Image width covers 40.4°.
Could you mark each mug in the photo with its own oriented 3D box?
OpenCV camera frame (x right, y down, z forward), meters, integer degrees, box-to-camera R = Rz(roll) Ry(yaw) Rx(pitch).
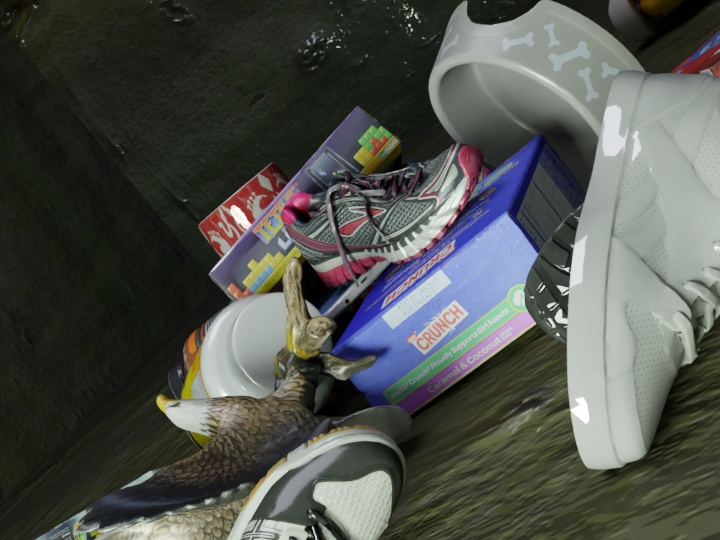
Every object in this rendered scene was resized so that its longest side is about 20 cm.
[{"bbox_3d":[-0.062,-0.017,1.076,0.178,0.201,0.133,-46,10,-38],"label":"mug"}]

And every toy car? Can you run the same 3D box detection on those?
[{"bbox_3d":[0.394,-0.412,1.281,0.174,0.151,0.200,-35,9,33],"label":"toy car"}]

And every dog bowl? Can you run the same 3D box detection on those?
[{"bbox_3d":[0.143,-0.135,0.809,0.059,0.199,0.200,-56,13,-18],"label":"dog bowl"}]

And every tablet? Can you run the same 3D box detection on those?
[{"bbox_3d":[0.000,0.000,0.876,0.130,0.014,0.200,-46,5,-9],"label":"tablet"}]

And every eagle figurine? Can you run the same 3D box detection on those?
[{"bbox_3d":[-0.077,0.119,0.610,0.149,0.152,0.201,-10,39,41],"label":"eagle figurine"}]

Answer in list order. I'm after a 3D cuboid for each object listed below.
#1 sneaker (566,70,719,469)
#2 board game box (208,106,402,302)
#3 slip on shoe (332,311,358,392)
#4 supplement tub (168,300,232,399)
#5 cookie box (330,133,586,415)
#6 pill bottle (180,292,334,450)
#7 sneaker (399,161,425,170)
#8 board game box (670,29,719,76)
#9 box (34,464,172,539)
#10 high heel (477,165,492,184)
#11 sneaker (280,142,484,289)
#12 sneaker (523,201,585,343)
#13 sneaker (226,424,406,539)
[{"bbox_3d":[0.157,-0.008,0.425,0.114,0.074,0.203,3,62,27],"label":"sneaker"},{"bbox_3d":[-0.043,-0.036,0.915,0.200,0.057,0.166,-49,-12,-9],"label":"board game box"},{"bbox_3d":[-0.013,0.065,0.890,0.076,0.061,0.200,-43,8,-23],"label":"slip on shoe"},{"bbox_3d":[-0.146,0.093,1.209,0.199,0.107,0.107,-37,8,17],"label":"supplement tub"},{"bbox_3d":[0.082,0.001,0.733,0.171,0.075,0.200,-39,7,27],"label":"cookie box"},{"bbox_3d":[-0.085,0.088,0.802,0.109,0.109,0.200,-44,-3,-27],"label":"pill bottle"},{"bbox_3d":[0.070,-0.065,0.941,0.200,0.077,0.077,81,-159,-74],"label":"sneaker"},{"bbox_3d":[0.370,-0.234,0.883,0.199,0.020,0.103,-41,9,-4],"label":"board game box"},{"bbox_3d":[-0.149,0.185,0.757,0.136,0.040,0.199,-9,-19,-46],"label":"box"},{"bbox_3d":[0.161,-0.076,0.955,0.201,0.094,0.068,-73,-9,-52],"label":"high heel"},{"bbox_3d":[0.012,-0.047,0.743,0.199,0.075,0.081,-25,24,44],"label":"sneaker"},{"bbox_3d":[0.179,-0.028,0.537,0.199,0.076,0.087,-39,-11,7],"label":"sneaker"},{"bbox_3d":[-0.044,0.168,0.493,0.200,0.076,0.088,-45,23,-3],"label":"sneaker"}]
